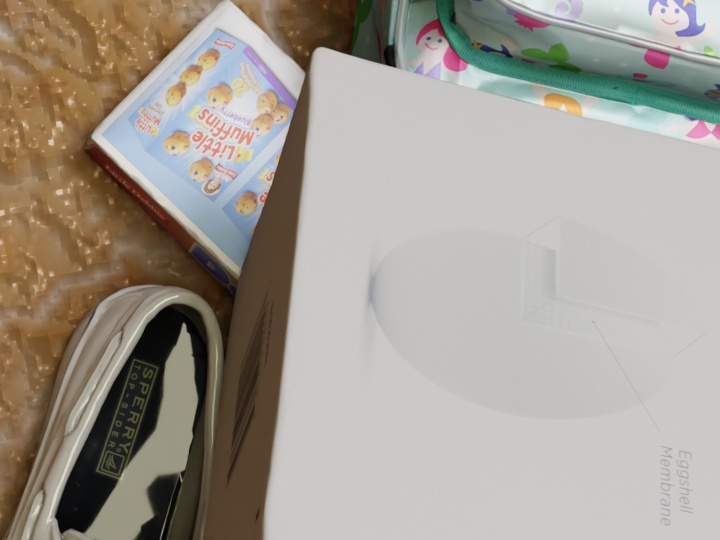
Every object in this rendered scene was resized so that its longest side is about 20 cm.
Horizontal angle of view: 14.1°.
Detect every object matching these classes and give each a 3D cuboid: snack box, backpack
[{"bbox_3d":[0.000,0.000,1.013,0.200,0.024,0.072,44,75,0],"label":"snack box"},{"bbox_3d":[0.093,-0.115,0.994,0.177,0.151,0.201,15,60,-9],"label":"backpack"}]

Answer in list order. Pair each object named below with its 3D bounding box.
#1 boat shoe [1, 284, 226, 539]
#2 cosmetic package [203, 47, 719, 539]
[{"bbox_3d":[-0.089,0.100,0.968,0.073,0.065,0.201,11,81,-15],"label":"boat shoe"},{"bbox_3d":[0.060,0.061,0.894,0.199,0.123,0.200,13,47,-8],"label":"cosmetic package"}]
